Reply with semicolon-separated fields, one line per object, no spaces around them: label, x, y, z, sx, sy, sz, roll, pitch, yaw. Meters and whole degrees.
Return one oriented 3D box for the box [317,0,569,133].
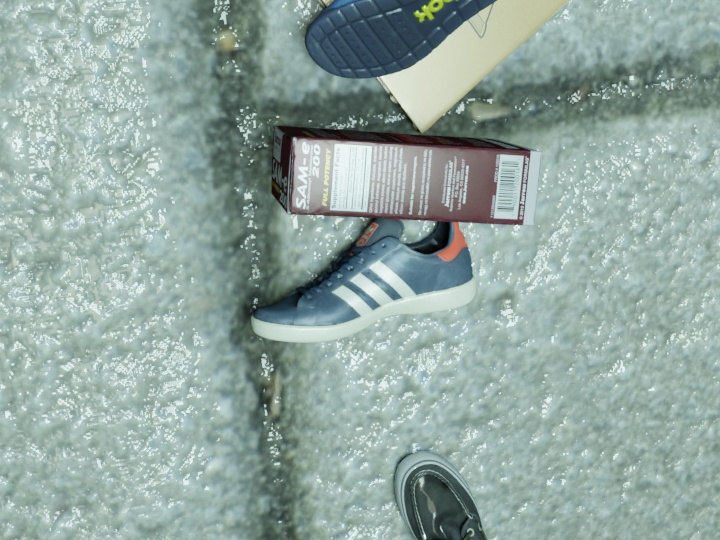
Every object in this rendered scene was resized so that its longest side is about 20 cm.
box;0.073;-0.242;0.795;0.199;0.021;0.164;-41;107;-1

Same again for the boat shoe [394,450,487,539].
boat shoe;0.090;0.261;0.883;0.069;0.066;0.203;-22;106;-7

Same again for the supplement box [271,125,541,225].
supplement box;0.032;-0.077;0.776;0.196;0.109;0.062;2;102;-12

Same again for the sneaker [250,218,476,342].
sneaker;0.000;0.000;0.806;0.197;0.075;0.086;-14;107;-20

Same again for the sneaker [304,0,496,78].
sneaker;0.044;-0.221;0.750;0.198;0.083;0.074;-28;135;13
